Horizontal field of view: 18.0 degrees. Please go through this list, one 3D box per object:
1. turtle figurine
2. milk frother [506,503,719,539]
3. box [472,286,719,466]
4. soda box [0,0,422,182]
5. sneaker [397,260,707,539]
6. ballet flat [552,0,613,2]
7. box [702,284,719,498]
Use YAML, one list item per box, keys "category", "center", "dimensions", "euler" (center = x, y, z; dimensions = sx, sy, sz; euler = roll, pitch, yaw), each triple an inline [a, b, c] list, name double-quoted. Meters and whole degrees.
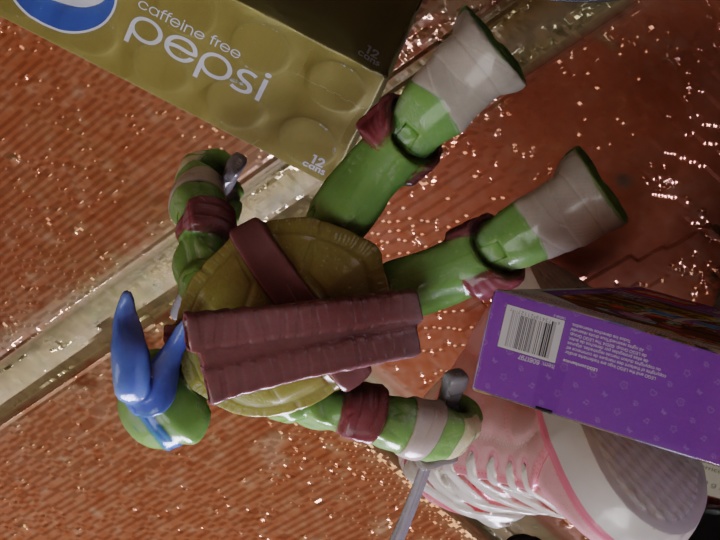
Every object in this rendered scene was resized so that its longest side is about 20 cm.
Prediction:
- category: "turtle figurine"
  center: [0.000, 0.000, 0.876]
  dimensions: [0.194, 0.144, 0.200]
  euler: [-37, 145, 9]
- category: "milk frother"
  center: [0.123, 0.238, 1.079]
  dimensions: [0.180, 0.188, 0.200]
  euler: [11, 135, 14]
- category: "box"
  center: [0.156, 0.048, 0.780]
  dimensions: [0.199, 0.137, 0.039]
  euler: [16, 98, 27]
- category: "soda box"
  center: [-0.079, -0.119, 0.914]
  dimensions: [0.200, 0.064, 0.068]
  euler: [26, 135, -4]
- category: "sneaker"
  center: [0.073, 0.081, 0.927]
  dimensions: [0.075, 0.200, 0.105]
  euler: [33, 108, -20]
- category: "ballet flat"
  center: [0.036, -0.141, 0.845]
  dimensions: [0.199, 0.073, 0.073]
  euler: [7, 133, 18]
- category: "box"
  center: [0.186, -0.001, 0.896]
  dimensions: [0.077, 0.095, 0.200]
  euler: [15, 137, 7]
